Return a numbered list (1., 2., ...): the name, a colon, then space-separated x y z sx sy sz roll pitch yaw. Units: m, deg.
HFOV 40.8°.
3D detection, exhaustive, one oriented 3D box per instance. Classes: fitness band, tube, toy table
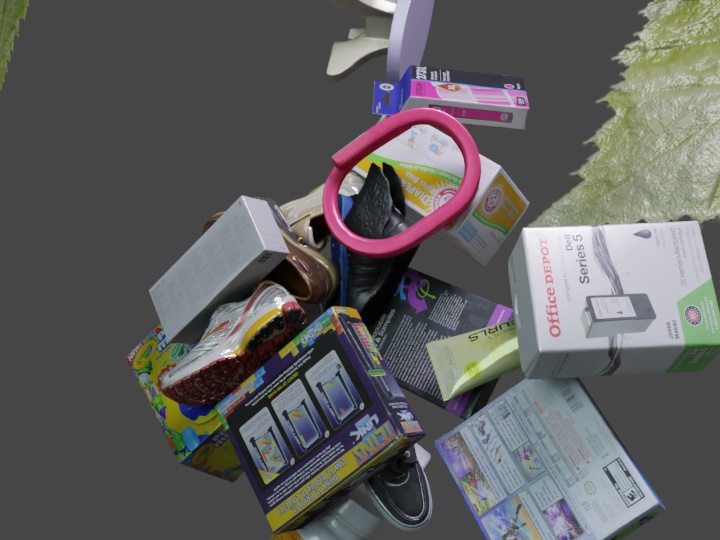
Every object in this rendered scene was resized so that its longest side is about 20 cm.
1. fitness band: 0.047 -0.102 1.140 0.199 0.037 0.144 -34 81 1
2. tube: 0.178 0.085 1.114 0.198 0.052 0.058 -20 15 6
3. toy table: 0.028 -0.352 1.362 0.116 0.184 0.202 10 65 16

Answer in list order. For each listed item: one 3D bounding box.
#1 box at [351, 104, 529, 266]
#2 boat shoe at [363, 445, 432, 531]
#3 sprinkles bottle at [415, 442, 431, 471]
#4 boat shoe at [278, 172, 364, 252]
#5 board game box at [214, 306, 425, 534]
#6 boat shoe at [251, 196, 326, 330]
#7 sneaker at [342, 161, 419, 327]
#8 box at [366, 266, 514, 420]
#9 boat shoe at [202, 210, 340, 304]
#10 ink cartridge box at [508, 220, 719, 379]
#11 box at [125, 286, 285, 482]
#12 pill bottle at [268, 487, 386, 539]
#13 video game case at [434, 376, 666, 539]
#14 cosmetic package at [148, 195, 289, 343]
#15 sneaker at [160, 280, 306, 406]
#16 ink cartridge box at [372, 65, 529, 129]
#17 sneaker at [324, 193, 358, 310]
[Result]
1. box: 0.099 -0.110 1.238 0.199 0.112 0.102 36 90 35
2. boat shoe: 0.029 0.190 1.079 0.069 0.066 0.202 -16 72 -11
3. sprinkles bottle: -0.013 0.188 1.148 0.199 0.068 0.069 36 89 8
4. boat shoe: -0.072 -0.057 1.339 0.199 0.074 0.070 -34 50 13
5. board game box: -0.049 0.165 1.064 0.200 0.057 0.166 -40 67 23
6. boat shoe: -0.093 -0.010 1.297 0.066 0.057 0.201 -28 91 29
7. sneaker: 0.008 -0.026 1.205 0.104 0.060 0.201 44 119 25
8. box: 0.090 0.086 1.205 0.199 0.036 0.144 24 81 34
9. boat shoe: -0.123 -0.017 1.237 0.199 0.067 0.073 27 114 17
10. ink cartridge box: 0.270 0.032 1.041 0.197 0.084 0.147 -3 65 -3
11. box: -0.173 0.133 1.285 0.200 0.122 0.193 -43 54 6
12. pill bottle: -0.061 0.345 1.131 0.111 0.111 0.201 37 90 36
13. video game case: 0.203 0.226 1.069 0.181 0.045 0.201 -36 55 10
14. cosmetic package: -0.178 0.003 1.205 0.200 0.050 0.083 -41 63 28
15. sneaker: -0.160 0.091 1.183 0.199 0.078 0.082 -36 51 -1
16. ink cartridge box: 0.115 -0.226 1.248 0.197 0.037 0.095 4 36 1
17. sneaker: 0.000 0.000 1.276 0.070 0.077 0.203 -172 86 -69
